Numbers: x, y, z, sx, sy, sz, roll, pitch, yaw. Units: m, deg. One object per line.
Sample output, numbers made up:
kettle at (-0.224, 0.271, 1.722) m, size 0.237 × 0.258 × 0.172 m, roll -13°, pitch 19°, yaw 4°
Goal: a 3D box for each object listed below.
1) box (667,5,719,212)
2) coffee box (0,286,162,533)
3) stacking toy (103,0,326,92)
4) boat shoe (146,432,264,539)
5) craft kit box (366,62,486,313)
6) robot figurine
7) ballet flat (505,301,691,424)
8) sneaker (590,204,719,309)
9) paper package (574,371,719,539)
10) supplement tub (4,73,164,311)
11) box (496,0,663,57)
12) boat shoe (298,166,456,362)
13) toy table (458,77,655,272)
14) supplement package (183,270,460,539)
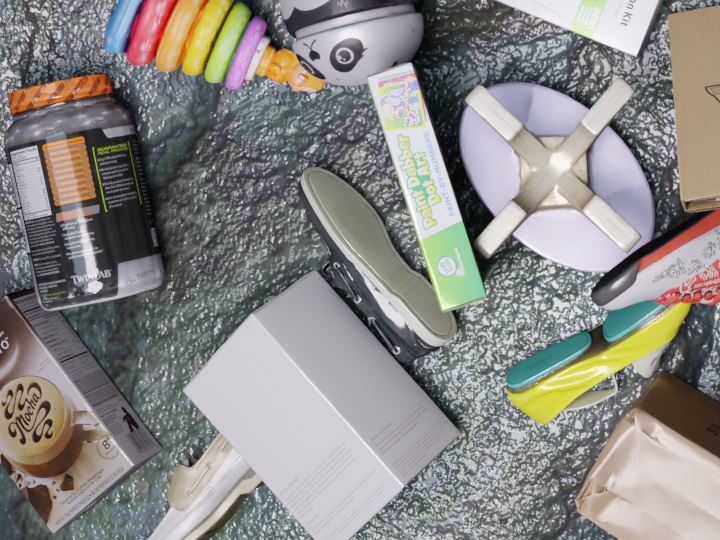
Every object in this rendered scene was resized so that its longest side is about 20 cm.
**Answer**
box at (0.339, -0.144, 1.582) m, size 0.162 × 0.021 × 0.202 m, roll -8°, pitch 54°, yaw 15°
coffee box at (-0.298, 0.129, 1.817) m, size 0.113 × 0.080 × 0.201 m, roll -39°, pitch 86°, yaw 16°
stacking toy at (-0.122, -0.207, 1.732) m, size 0.198 × 0.116 × 0.111 m, roll 25°, pitch 97°, yaw -3°
boat shoe at (-0.144, 0.203, 1.793) m, size 0.200 × 0.075 × 0.068 m, roll -44°, pitch 82°, yaw 6°
craft kit box at (0.058, -0.072, 1.637) m, size 0.048 × 0.198 × 0.202 m, roll -18°, pitch 92°, yaw 7°
robot figurine at (-0.016, -0.261, 1.672) m, size 0.123 × 0.150 × 0.202 m, roll -13°, pitch 93°, yaw 3°
ballet flat at (0.221, 0.074, 1.688) m, size 0.199 × 0.067 × 0.067 m, roll -32°, pitch 109°, yaw 19°
sneaker at (0.290, 0.009, 1.574) m, size 0.200 × 0.067 × 0.109 m, roll -32°, pitch 94°, yaw -20°
paper package at (0.292, 0.186, 1.604) m, size 0.190 × 0.200 × 0.104 m, roll 32°, pitch 103°, yaw 10°
supplement tub at (-0.255, -0.072, 1.761) m, size 0.121 × 0.122 × 0.202 m, roll -10°, pitch 93°, yaw 16°
box at (0.178, -0.293, 1.662) m, size 0.198 × 0.041 × 0.157 m, roll 24°, pitch 102°, yaw 10°
boat shoe at (0.001, -0.001, 1.729) m, size 0.200 × 0.074 × 0.066 m, roll 48°, pitch 126°, yaw 1°
toy table at (0.167, -0.083, 1.639) m, size 0.199 × 0.117 × 0.185 m, roll 31°, pitch 94°, yaw 5°
supplement package at (-0.034, 0.125, 1.711) m, size 0.200 × 0.120 × 0.121 m, roll 48°, pitch 125°, yaw 5°
